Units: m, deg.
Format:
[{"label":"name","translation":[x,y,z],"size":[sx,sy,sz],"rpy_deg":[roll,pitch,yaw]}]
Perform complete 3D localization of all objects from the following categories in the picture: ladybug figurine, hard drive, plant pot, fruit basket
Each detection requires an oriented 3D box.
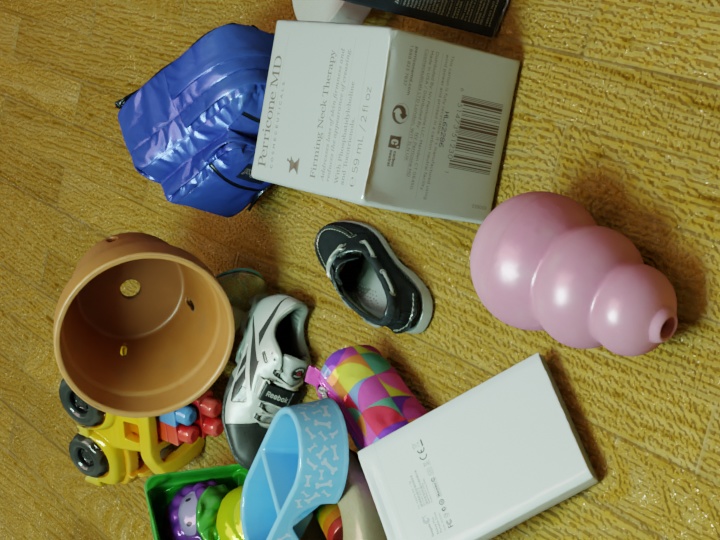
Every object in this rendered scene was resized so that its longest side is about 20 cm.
[{"label":"ladybug figurine","translation":[-0.010,0.252,1.570],"size":[0.200,0.071,0.137],"rpy_deg":[-121,39,-50]},{"label":"hard drive","translation":[0.104,0.179,1.413],"size":[0.199,0.027,0.133],"rpy_deg":[-30,58,15]},{"label":"plant pot","translation":[-0.253,0.046,1.742],"size":[0.201,0.199,0.140],"rpy_deg":[-69,24,17]},{"label":"fruit basket","translation":[-0.147,0.304,1.711],"size":[0.215,0.154,0.218],"rpy_deg":[175,90,-67]}]

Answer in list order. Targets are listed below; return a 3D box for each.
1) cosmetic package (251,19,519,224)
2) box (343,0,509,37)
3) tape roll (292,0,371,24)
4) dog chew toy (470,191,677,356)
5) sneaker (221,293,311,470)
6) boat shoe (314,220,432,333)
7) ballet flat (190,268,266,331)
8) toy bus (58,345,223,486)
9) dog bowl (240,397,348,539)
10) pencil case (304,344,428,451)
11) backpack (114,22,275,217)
[{"label":"cosmetic package","translation":[0.022,-0.149,1.527],"size":[0.199,0.165,0.169],"rpy_deg":[16,97,53]},{"label":"box","translation":[0.035,-0.314,1.505],"size":[0.148,0.199,0.105],"rpy_deg":[39,115,48]},{"label":"tape roll","translation":[-0.017,-0.355,1.679],"size":[0.203,0.037,0.204],"rpy_deg":[-37,46,53]},{"label":"dog chew toy","translation":[0.189,0.010,1.332],"size":[0.199,0.124,0.125],"rpy_deg":[30,108,41]},{"label":"sneaker","translation":[-0.098,0.124,1.716],"size":[0.088,0.074,0.202],"rpy_deg":[-3,80,49]},{"label":"boat shoe","translation":[0.000,0.000,1.618],"size":[0.200,0.060,0.076],"rpy_deg":[36,113,49]},{"label":"ballet flat","translation":[-0.173,0.053,1.826],"size":[0.200,0.070,0.071],"rpy_deg":[-24,66,54]},{"label":"toy bus","translation":[-0.248,0.180,1.863],"size":[0.191,0.136,0.201],"rpy_deg":[19,126,29]},{"label":"dog bowl","translation":[-0.071,0.214,1.559],"size":[0.112,0.049,0.201],"rpy_deg":[-110,35,-42]},{"label":"pencil case","translation":[0.025,0.159,1.545],"size":[0.200,0.088,0.089],"rpy_deg":[47,121,44]},{"label":"backpack","translation":[-0.146,-0.171,1.761],"size":[0.200,0.162,0.169],"rpy_deg":[-39,64,27]}]
